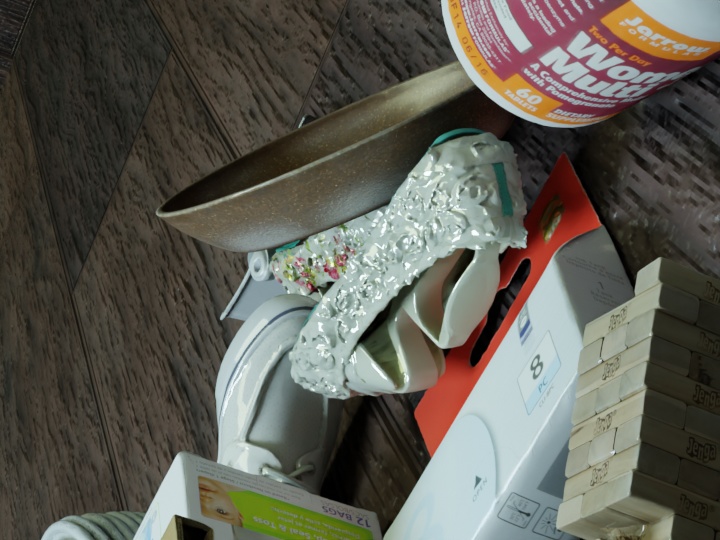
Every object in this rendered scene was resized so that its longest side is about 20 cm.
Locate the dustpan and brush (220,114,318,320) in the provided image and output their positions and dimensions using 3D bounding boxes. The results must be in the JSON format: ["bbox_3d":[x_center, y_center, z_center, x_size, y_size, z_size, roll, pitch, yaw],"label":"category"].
[{"bbox_3d":[-0.054,-0.018,1.305,0.141,0.057,0.200,-67,18,10],"label":"dustpan and brush"}]

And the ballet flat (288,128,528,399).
[{"bbox_3d":[0.021,0.017,0.987,0.200,0.071,0.072,120,161,-49],"label":"ballet flat"}]

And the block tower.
[{"bbox_3d":[0.100,0.101,0.739,0.058,0.054,0.202,-36,37,59],"label":"block tower"}]

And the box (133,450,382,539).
[{"bbox_3d":[-0.047,0.194,0.976,0.102,0.112,0.201,-61,21,25],"label":"box"}]

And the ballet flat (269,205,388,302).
[{"bbox_3d":[0.000,0.000,1.127,0.200,0.075,0.065,153,103,-72],"label":"ballet flat"}]

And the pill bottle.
[{"bbox_3d":[0.118,-0.132,0.842,0.200,0.109,0.111,-27,45,65],"label":"pill bottle"}]

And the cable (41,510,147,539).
[{"bbox_3d":[-0.131,0.233,1.171,0.200,0.069,0.202,-131,42,-54],"label":"cable"}]

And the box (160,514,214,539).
[{"bbox_3d":[-0.103,0.227,0.896,0.201,0.021,0.164,-62,22,26],"label":"box"}]

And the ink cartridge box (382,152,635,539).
[{"bbox_3d":[0.056,0.052,0.928,0.161,0.047,0.201,-61,21,24],"label":"ink cartridge box"}]

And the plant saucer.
[{"bbox_3d":[-0.001,-0.054,1.034,0.199,0.037,0.200,-25,9,4],"label":"plant saucer"}]

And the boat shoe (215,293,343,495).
[{"bbox_3d":[-0.046,0.115,1.124,0.070,0.070,0.202,-134,58,-62],"label":"boat shoe"}]
